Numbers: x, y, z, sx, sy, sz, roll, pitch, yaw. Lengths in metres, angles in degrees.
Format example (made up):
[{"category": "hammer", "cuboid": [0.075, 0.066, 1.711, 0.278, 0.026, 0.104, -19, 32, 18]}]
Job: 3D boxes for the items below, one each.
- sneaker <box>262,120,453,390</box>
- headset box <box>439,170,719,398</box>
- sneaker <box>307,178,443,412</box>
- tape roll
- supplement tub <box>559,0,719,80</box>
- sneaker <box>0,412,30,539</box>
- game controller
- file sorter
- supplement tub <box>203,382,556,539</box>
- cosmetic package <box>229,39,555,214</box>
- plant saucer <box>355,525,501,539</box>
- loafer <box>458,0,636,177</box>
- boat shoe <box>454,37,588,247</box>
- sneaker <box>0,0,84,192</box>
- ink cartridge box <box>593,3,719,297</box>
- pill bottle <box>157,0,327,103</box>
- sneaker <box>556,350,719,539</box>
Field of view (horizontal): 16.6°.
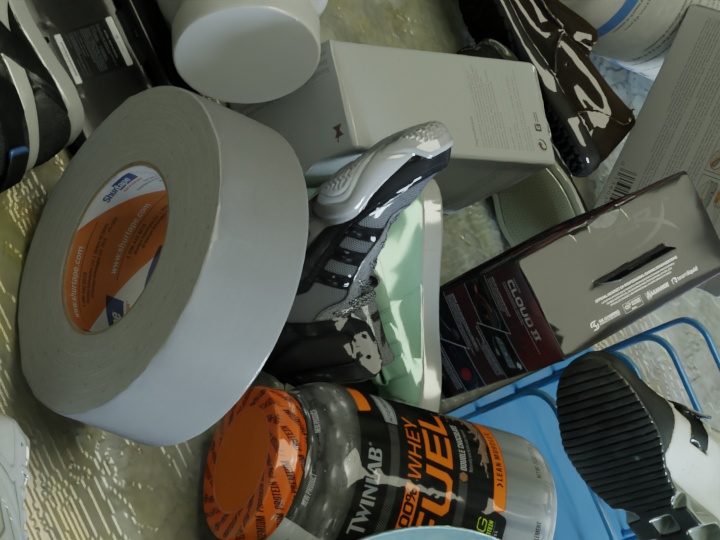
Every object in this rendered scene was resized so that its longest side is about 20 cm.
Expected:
[{"category": "sneaker", "cuboid": [0.000, 0.000, 1.548, 0.114, 0.200, 0.075, 51, 12, -5]}, {"category": "headset box", "cuboid": [0.140, 0.010, 1.642, 0.148, 0.200, 0.075, -27, 91, -26]}, {"category": "sneaker", "cuboid": [-0.008, 0.039, 1.623, 0.118, 0.074, 0.202, 0, 89, -11]}, {"category": "tape roll", "cuboid": [-0.117, -0.003, 1.424, 0.066, 0.200, 0.201, 24, 56, -35]}, {"category": "supplement tub", "cuboid": [0.230, -0.219, 1.917, 0.199, 0.132, 0.133, 20, 58, -37]}, {"category": "sneaker", "cuboid": [-0.210, 0.129, 1.366, 0.099, 0.078, 0.201, -22, 88, -51]}, {"category": "game controller", "cuboid": [-0.165, -0.140, 1.569, 0.104, 0.042, 0.201, -25, 89, -33]}, {"category": "file sorter", "cuboid": [0.166, 0.128, 1.697, 0.200, 0.122, 0.139, -21, 87, -48]}, {"category": "supplement tub", "cuboid": [0.011, 0.141, 1.527, 0.199, 0.122, 0.123, 16, 60, -27]}, {"category": "cosmetic package", "cuboid": [0.023, -0.094, 1.671, 0.199, 0.113, 0.082, 4, 68, -45]}, {"category": "plant saucer", "cuboid": [0.018, 0.221, 1.484, 0.201, 0.201, 0.039, 29, 21, -32]}, {"category": "loafer", "cuboid": [0.137, -0.168, 1.826, 0.071, 0.073, 0.201, -29, 90, -18]}, {"category": "boat shoe", "cuboid": [0.126, -0.076, 1.791, 0.201, 0.072, 0.068, 60, 37, -4]}, {"category": "sneaker", "cuboid": [-0.250, -0.138, 1.450, 0.200, 0.073, 0.112, 56, 42, -11]}, {"category": "ink cartridge box", "cuboid": [0.263, -0.084, 1.794, 0.045, 0.176, 0.201, 25, 91, -34]}, {"category": "pill bottle", "cuboid": [-0.078, -0.214, 1.603, 0.116, 0.116, 0.201, 25, 45, -34]}, {"category": "sneaker", "cuboid": [0.196, 0.118, 1.592, 0.200, 0.074, 0.089, 56, 42, -23]}]
